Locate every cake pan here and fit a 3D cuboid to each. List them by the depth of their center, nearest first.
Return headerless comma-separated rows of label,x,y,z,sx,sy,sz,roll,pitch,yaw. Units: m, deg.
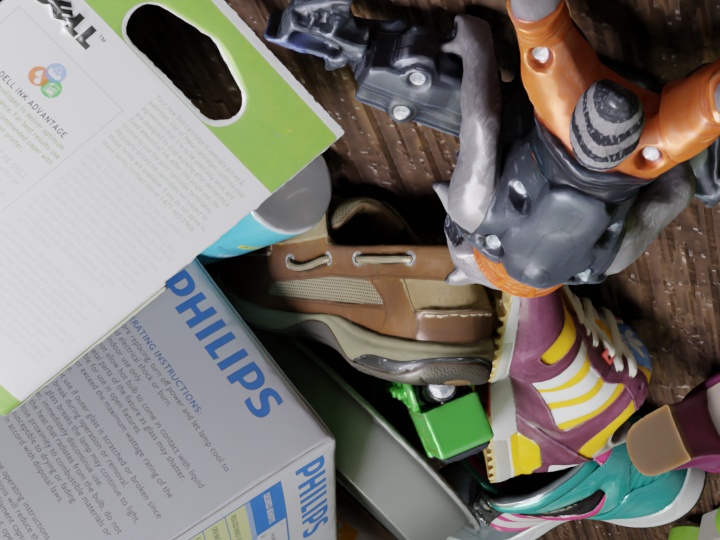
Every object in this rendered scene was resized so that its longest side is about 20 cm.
cake pan,-0.018,0.087,1.058,0.200,0.037,0.200,43,173,7

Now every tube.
tube,-0.086,-0.022,0.949,0.077,0.051,0.200,-17,178,-34

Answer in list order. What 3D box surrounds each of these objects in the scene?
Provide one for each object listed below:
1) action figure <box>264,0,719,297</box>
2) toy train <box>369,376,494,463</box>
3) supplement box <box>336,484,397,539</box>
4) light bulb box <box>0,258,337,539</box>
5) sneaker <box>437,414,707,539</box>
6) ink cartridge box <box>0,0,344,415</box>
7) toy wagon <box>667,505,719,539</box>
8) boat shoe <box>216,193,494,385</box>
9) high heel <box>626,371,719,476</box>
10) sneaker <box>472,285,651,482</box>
action figure,0.057,-0.054,0.708,0.199,0.105,0.194,15,148,-3
toy train,0.037,0.069,0.997,0.042,0.057,0.200,-23,180,-4
supplement box,-0.025,0.161,1.162,0.126,0.074,0.200,35,-171,3
light bulb box,-0.125,0.127,0.940,0.125,0.200,0.198,51,163,22
sneaker,0.085,0.114,1.102,0.200,0.084,0.121,-16,147,42
ink cartridge box,-0.130,-0.056,0.809,0.200,0.076,0.148,-38,119,11
toy wagon,0.271,0.180,1.188,0.200,0.040,0.155,4,154,32
boat shoe,0.000,0.000,0.916,0.075,0.074,0.200,-1,-168,-35
high heel,0.227,0.059,0.932,0.096,0.068,0.200,-10,161,-39
sneaker,0.099,0.033,0.939,0.090,0.075,0.200,-11,148,-4
